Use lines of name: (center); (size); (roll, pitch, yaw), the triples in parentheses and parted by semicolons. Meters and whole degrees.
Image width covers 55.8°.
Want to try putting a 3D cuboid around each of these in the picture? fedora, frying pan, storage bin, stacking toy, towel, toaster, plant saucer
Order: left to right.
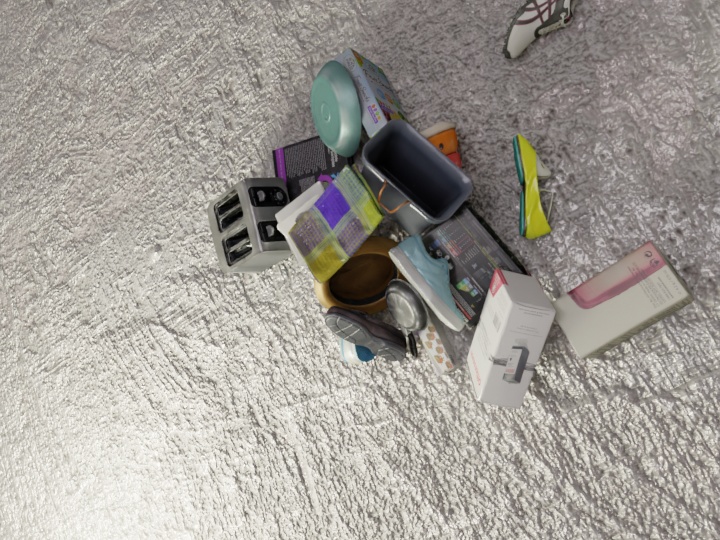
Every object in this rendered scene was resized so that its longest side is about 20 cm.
toaster: (-0.246, -0.098, 1.546); (0.200, 0.118, 0.181); (-26, 75, 42)
plant saucer: (-0.059, -0.333, 1.421); (0.200, 0.036, 0.201); (46, 144, 48)
towel: (-0.049, -0.085, 1.269); (0.200, 0.023, 0.144); (-44, 60, 28)
fedora: (0.000, 0.000, 1.363); (0.201, 0.200, 0.082); (-50, 30, 16)
frying pan: (0.081, 0.093, 1.342); (0.115, 0.031, 0.190); (46, 148, 24)
storage bin: (0.082, -0.152, 1.275); (0.200, 0.134, 0.146); (41, 64, 3)
stacking toy: (0.162, -0.182, 1.357); (0.146, 0.146, 0.200); (-27, 90, 25)

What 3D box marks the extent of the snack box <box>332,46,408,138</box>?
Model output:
snack box: (0.033, -0.352, 1.419); (0.053, 0.142, 0.200); (-32, 70, 23)

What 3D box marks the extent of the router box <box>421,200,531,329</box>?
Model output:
router box: (0.207, -0.012, 1.304); (0.150, 0.062, 0.200); (-41, 83, 19)

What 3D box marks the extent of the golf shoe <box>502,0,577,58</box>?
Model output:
golf shoe: (0.349, -0.483, 1.292); (0.088, 0.077, 0.200); (42, 106, 19)

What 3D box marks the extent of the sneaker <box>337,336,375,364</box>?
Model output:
sneaker: (-0.015, 0.097, 1.440); (0.081, 0.076, 0.201); (-21, 63, 51)

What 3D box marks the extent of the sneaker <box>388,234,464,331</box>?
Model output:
sneaker: (0.143, 0.019, 1.262); (0.082, 0.074, 0.200); (-39, 97, -4)

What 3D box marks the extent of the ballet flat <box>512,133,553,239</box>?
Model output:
ballet flat: (0.328, -0.160, 1.284); (0.067, 0.067, 0.201); (-4, 85, 8)

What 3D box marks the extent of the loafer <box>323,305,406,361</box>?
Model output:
loafer: (0.012, 0.116, 1.365); (0.072, 0.200, 0.063); (-30, 38, 44)

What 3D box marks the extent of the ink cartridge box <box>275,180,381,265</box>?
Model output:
ink cartridge box: (-0.068, -0.087, 1.416); (0.128, 0.200, 0.125); (-36, 69, 22)

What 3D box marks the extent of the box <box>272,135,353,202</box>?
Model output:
box: (-0.106, -0.228, 1.548); (0.199, 0.036, 0.143); (-12, 80, 30)

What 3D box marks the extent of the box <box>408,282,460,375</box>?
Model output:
box: (0.137, 0.114, 1.371); (0.039, 0.041, 0.200); (-33, 71, 23)

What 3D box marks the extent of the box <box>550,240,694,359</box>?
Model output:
box: (0.441, 0.054, 1.153); (0.200, 0.128, 0.109); (-36, 69, 21)

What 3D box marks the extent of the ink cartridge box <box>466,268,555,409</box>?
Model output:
ink cartridge box: (0.260, 0.120, 1.204); (0.085, 0.146, 0.201); (13, 113, -5)
